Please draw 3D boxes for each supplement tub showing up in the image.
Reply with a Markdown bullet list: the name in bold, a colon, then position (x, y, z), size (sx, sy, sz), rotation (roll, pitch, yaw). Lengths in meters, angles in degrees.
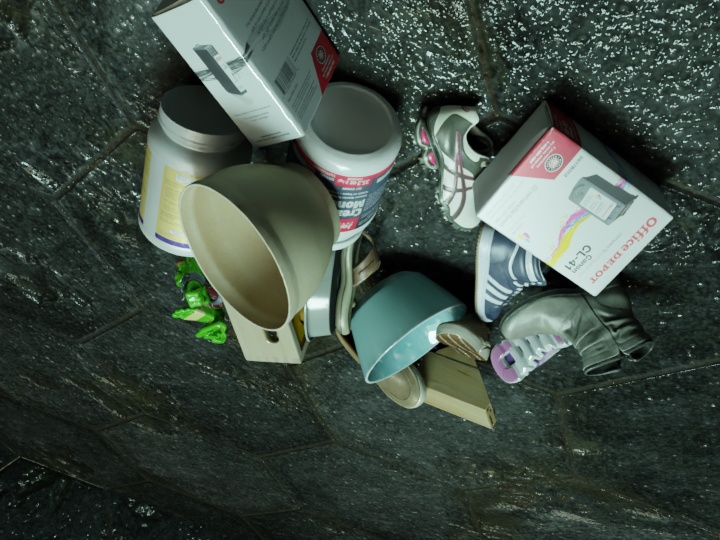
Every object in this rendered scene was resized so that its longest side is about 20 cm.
- **supplement tub**: position (-0.230, -0.137, 1.140), size (0.143, 0.146, 0.202), rotation (20, 127, 0)
- **supplement tub**: position (-0.032, -0.133, 1.078), size (0.138, 0.142, 0.201), rotation (20, 146, -1)

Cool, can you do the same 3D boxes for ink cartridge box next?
- **ink cartridge box**: position (0.257, -0.086, 1.004), size (0.198, 0.086, 0.148), rotation (32, 119, -14)
- **ink cartridge box**: position (-0.124, -0.268, 0.938), size (0.082, 0.146, 0.201), rotation (-7, 137, 34)

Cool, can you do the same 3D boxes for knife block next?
- **knife block**: position (0.129, 0.204, 1.435), size (0.173, 0.202, 0.064), rotation (-22, 137, 6)

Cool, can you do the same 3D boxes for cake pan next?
- **cake pan**: position (-0.050, 0.007, 1.231), size (0.036, 0.203, 0.202), rotation (7, 145, 5)

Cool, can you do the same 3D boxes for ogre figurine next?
- **ogre figurine**: position (-0.244, 0.032, 1.298), size (0.096, 0.122, 0.200), rotation (-12, 154, 19)

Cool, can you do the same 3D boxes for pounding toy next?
- **pounding toy**: position (-0.111, 0.045, 1.343), size (0.139, 0.186, 0.202), rotation (1, 132, 17)

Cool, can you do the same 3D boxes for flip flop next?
- **flip flop**: position (0.000, 0.000, 1.232), size (0.056, 0.204, 0.081), rotation (10, -172, 9)

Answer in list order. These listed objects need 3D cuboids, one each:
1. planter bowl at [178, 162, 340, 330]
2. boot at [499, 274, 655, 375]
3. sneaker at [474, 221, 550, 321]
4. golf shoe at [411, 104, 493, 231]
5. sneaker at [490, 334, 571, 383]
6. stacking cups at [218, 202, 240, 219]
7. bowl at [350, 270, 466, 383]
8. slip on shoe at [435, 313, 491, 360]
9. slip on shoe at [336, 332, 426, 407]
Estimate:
- **planter bowl**: position (-0.109, -0.049, 0.999), size (0.199, 0.134, 0.202), rotation (33, 145, 27)
- **boot**: position (0.304, 0.091, 1.163), size (0.197, 0.133, 0.068), rotation (-20, 145, 10)
- **sneaker**: position (0.228, 0.015, 1.210), size (0.106, 0.071, 0.202), rotation (10, 142, 17)
- **golf shoe**: position (0.135, -0.127, 1.062), size (0.086, 0.078, 0.201), rotation (-7, 138, 23)
- **sneaker**: position (0.297, 0.098, 1.292), size (0.200, 0.088, 0.081), rotation (-44, 68, 34)
- **stacking cups**: position (-0.137, -0.073, 1.147), size (0.059, 0.062, 0.199), rotation (-3, 163, 30)
- **bowl**: position (0.062, 0.077, 1.302), size (0.106, 0.199, 0.202), rotation (54, 150, 18)
- **slip on shoe**: position (0.171, 0.097, 1.296), size (0.075, 0.062, 0.200), rotation (14, 171, 26)
- **slip on shoe**: position (0.032, 0.157, 1.412), size (0.076, 0.060, 0.201), rotation (-49, 66, 30)
